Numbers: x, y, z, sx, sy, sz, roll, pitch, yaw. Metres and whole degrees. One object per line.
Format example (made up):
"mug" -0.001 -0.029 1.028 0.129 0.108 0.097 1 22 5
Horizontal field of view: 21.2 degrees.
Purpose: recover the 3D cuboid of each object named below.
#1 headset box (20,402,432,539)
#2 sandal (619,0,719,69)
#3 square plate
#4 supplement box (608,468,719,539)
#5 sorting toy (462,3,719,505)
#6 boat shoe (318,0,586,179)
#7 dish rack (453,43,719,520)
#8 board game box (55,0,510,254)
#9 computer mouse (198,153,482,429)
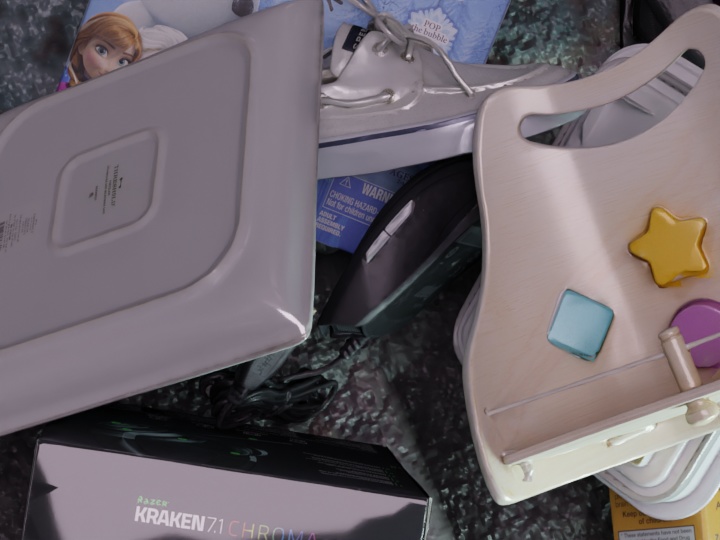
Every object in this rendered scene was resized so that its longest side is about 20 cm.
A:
"headset box" -0.066 0.123 0.886 0.172 0.200 0.094 9 91 -7
"sandal" 0.174 -0.143 1.034 0.075 0.048 0.202 -11 83 -9
"square plate" -0.109 -0.028 0.873 0.197 0.028 0.201 -17 48 22
"supplement box" 0.169 0.097 0.984 0.066 0.069 0.202 0 79 -39
"sorting toy" 0.134 -0.015 0.855 0.199 0.107 0.182 -21 83 19
"boat shoe" 0.006 -0.095 0.928 0.200 0.075 0.087 -8 101 12
"dish rack" 0.137 0.003 0.943 0.171 0.043 0.201 37 107 30
"board game box" -0.034 -0.129 0.975 0.198 0.043 0.200 21 101 -4
"computer mouse" 0.000 0.000 0.921 0.200 0.140 0.046 -45 73 18
